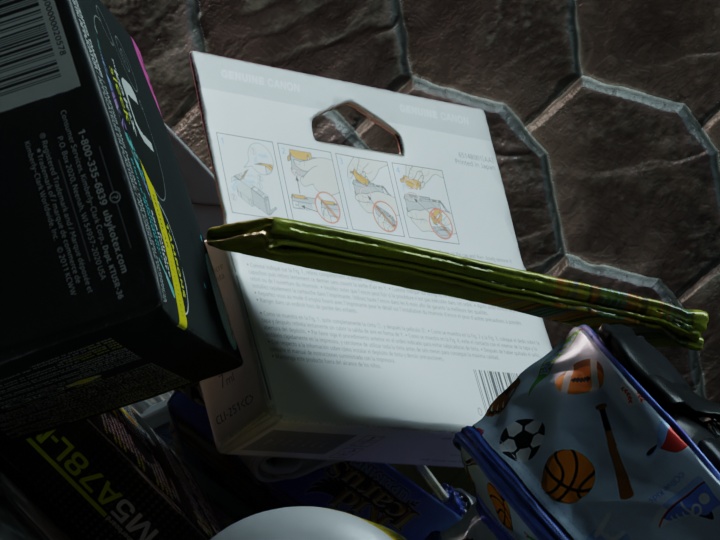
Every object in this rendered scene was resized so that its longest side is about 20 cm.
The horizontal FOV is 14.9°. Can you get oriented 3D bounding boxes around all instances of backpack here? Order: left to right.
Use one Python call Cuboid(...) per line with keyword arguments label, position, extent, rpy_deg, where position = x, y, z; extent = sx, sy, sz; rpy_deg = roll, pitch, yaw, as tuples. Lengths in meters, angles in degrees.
Cuboid(label="backpack", position=(0.113, 0.112, 1.102), extent=(0.200, 0.154, 0.191), rpy_deg=(42, -9, 26))

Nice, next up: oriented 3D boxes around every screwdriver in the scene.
Cuboid(label="screwdriver", position=(0.040, 0.104, 1.349), extent=(0.028, 0.029, 0.200), rpy_deg=(33, -14, 22))

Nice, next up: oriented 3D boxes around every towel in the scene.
Cuboid(label="towel", position=(0.040, 0.007, 1.150), extent=(0.200, 0.018, 0.086), rpy_deg=(13, -8, -20))

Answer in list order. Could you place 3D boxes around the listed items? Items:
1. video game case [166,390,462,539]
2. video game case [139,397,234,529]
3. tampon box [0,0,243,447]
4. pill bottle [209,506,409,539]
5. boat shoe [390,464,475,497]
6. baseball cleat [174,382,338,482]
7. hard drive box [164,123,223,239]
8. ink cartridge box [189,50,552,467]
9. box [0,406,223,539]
Cuboid(label="video game case", position=(-0.001, 0.131, 1.389), extent=(0.200, 0.045, 0.181), rpy_deg=(35, -13, 11))
Cuboid(label="video game case", position=(-0.025, 0.141, 1.521), extent=(0.200, 0.018, 0.143), rpy_deg=(53, -39, -9))
Cuboid(label="tampon box", position=(-0.138, -0.022, 1.075), extent=(0.200, 0.126, 0.150), rpy_deg=(51, 21, -81))
Cuboid(label="pill bottle", position=(-0.019, 0.147, 1.064), extent=(0.111, 0.111, 0.200), rpy_deg=(46, -1, 9))
Cuboid(label="boat shoe", position=(0.010, 0.073, 1.419), extent=(0.066, 0.072, 0.201), rpy_deg=(30, -11, 47))
Cuboid(label="baseball cleat", position=(-0.071, 0.039, 1.282), extent=(0.200, 0.107, 0.070), rpy_deg=(9, -32, -5))
Cuboid(label="hard drive box", position=(-0.177, -0.042, 1.578), extent=(0.077, 0.156, 0.200), rpy_deg=(47, 0, -33))
Cuboid(label="ink cartridge box", position=(0.000, 0.000, 1.254), extent=(0.200, 0.045, 0.176), rpy_deg=(8, 59, -45))
Cuboid(label="box", position=(-0.144, 0.068, 1.296), extent=(0.193, 0.048, 0.200), rpy_deg=(45, 0, -17))
